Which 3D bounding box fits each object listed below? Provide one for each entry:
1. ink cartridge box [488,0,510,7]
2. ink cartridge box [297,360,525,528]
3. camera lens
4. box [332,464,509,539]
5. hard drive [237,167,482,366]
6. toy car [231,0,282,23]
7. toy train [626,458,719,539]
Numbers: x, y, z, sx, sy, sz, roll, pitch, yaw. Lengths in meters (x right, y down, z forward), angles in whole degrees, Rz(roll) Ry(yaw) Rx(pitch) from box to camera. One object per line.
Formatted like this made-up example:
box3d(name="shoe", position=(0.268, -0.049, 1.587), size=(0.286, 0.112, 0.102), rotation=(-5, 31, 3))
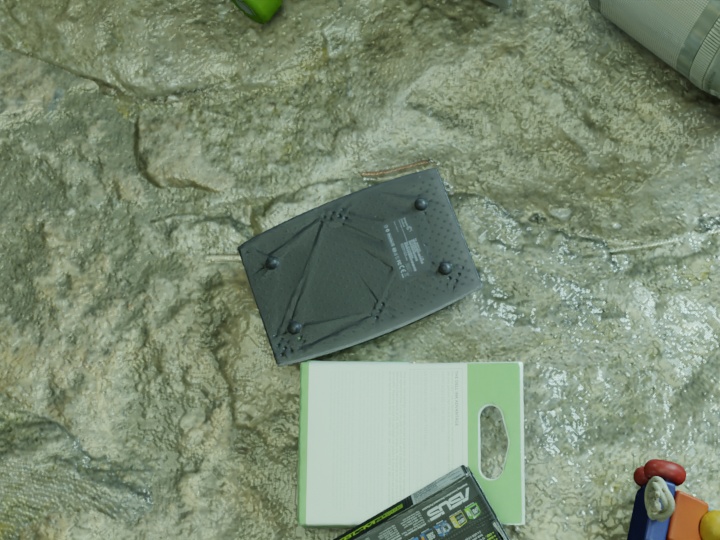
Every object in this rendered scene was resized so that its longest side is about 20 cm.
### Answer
box3d(name="ink cartridge box", position=(0.140, -0.369, 1.244), size=(0.083, 0.145, 0.201), rotation=(25, 81, 14))
box3d(name="ink cartridge box", position=(0.044, 0.154, 1.191), size=(0.198, 0.048, 0.147), rotation=(-1, 77, 5))
box3d(name="camera lens", position=(0.310, -0.254, 1.189), size=(0.200, 0.160, 0.160), rotation=(41, 85, 16))
box3d(name="box", position=(0.052, 0.296, 1.127), size=(0.199, 0.048, 0.194), rotation=(-31, 95, 1))
box3d(name="hard drive", position=(0.000, 0.000, 1.237), size=(0.199, 0.042, 0.136), rotation=(-22, 74, 3))
box3d(name="toy car", position=(-0.104, -0.360, 1.260), size=(0.157, 0.200, 0.165), rotation=(37, 84, 15))
box3d(name="toy train", position=(0.274, 0.202, 1.065), size=(0.115, 0.200, 0.085), rotation=(12, 78, 7))
